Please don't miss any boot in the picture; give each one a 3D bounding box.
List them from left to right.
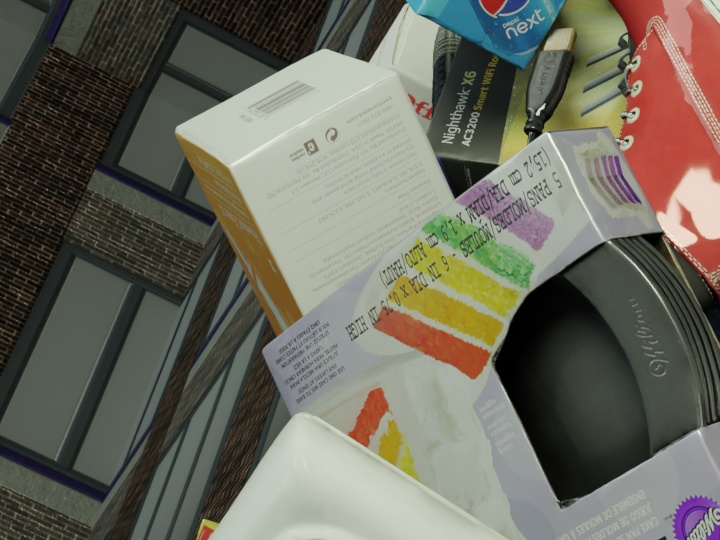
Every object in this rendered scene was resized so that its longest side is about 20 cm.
[{"bbox_3d":[0.119,-0.064,0.835,0.144,0.072,0.200,-33,50,1],"label":"boot"}]

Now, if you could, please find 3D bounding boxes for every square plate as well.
[{"bbox_3d":[0.016,0.170,0.771,0.198,0.200,0.028,-55,2,42],"label":"square plate"}]

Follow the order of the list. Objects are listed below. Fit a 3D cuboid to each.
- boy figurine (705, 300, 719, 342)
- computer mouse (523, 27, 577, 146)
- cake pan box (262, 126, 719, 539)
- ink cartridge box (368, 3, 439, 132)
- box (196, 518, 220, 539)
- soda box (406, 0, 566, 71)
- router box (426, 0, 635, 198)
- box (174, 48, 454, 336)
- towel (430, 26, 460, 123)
[{"bbox_3d":[0.118,0.096,0.838,0.200,0.064,0.124,-65,10,-5],"label":"boy figurine"},{"bbox_3d":[0.157,-0.095,0.924,0.046,0.140,0.200,103,-170,-71],"label":"computer mouse"},{"bbox_3d":[0.067,0.065,0.782,0.052,0.185,0.200,-10,-20,-49],"label":"cake pan box"},{"bbox_3d":[0.048,-0.075,1.405,0.200,0.145,0.084,-56,12,41],"label":"ink cartridge box"},{"bbox_3d":[-0.046,0.181,0.984,0.075,0.050,0.200,-69,18,-5],"label":"box"},{"bbox_3d":[0.052,-0.172,0.984,0.068,0.064,0.200,-59,21,15],"label":"soda box"},{"bbox_3d":[0.135,-0.112,1.011,0.052,0.157,0.200,72,-149,-51],"label":"router box"},{"bbox_3d":[0.000,0.000,0.989,0.097,0.200,0.124,-29,19,-10],"label":"box"},{"bbox_3d":[0.073,-0.036,1.245,0.193,0.034,0.200,-85,-13,-58],"label":"towel"}]
